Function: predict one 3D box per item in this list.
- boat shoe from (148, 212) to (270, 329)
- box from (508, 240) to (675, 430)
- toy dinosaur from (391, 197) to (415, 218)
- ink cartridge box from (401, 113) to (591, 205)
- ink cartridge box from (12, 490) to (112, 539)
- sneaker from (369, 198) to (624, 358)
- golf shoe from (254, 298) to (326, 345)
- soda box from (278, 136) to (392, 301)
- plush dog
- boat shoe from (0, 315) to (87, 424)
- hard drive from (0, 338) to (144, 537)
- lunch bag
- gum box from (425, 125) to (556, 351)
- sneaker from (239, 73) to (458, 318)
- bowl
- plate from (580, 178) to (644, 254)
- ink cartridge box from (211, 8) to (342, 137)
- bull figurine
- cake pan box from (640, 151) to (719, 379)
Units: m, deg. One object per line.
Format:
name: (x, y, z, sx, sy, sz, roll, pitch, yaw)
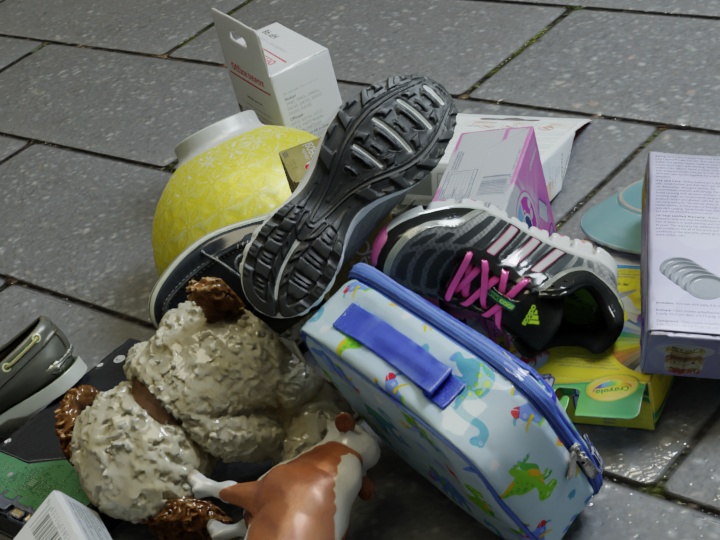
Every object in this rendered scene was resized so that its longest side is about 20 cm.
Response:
boat shoe: (-0.077, -0.001, 1.136, 0.199, 0.075, 0.062, -25, 33, 1)
box: (0.181, 0.051, 1.066, 0.116, 0.049, 0.200, 3, 34, 28)
toy dinosaur: (0.007, -0.029, 1.268, 0.101, 0.078, 0.200, -11, -1, 4)
ink cartridge box: (0.118, -0.105, 1.356, 0.161, 0.051, 0.200, 5, 18, 22)
ink cartridge box: (-0.208, 0.261, 0.911, 0.174, 0.043, 0.200, -51, 35, 1)
sneaker: (0.104, 0.011, 0.995, 0.198, 0.074, 0.088, 14, 32, -24)
golf shoe: (-0.053, 0.038, 1.194, 0.198, 0.077, 0.089, -13, 47, 16)
soda box: (0.000, 0.000, 1.083, 0.064, 0.201, 0.068, -19, 27, -5)
plush dog: (-0.127, 0.103, 1.018, 0.199, 0.161, 0.172, 35, 79, 30)
boat shoe: (-0.323, 0.109, 1.172, 0.201, 0.061, 0.072, -31, 16, -1)
hard drive: (-0.200, 0.136, 1.124, 0.139, 0.038, 0.200, 11, 40, 39)
lunch bag: (0.058, 0.087, 0.936, 0.083, 0.161, 0.200, -48, 44, -9)
gum box: (0.101, -0.015, 1.144, 0.066, 0.114, 0.200, -4, 32, 21)
sneaker: (-0.011, -0.053, 0.985, 0.200, 0.074, 0.079, -50, 0, -6)
bowl: (-0.106, -0.076, 1.266, 0.199, 0.108, 0.200, -26, 1, 1)
plate: (0.276, -0.053, 1.157, 0.198, 0.026, 0.200, -7, 18, 2)
ink cartridge box: (-0.068, -0.160, 1.376, 0.066, 0.201, 0.116, -26, 32, -18)
bull figurine: (-0.054, 0.177, 0.922, 0.120, 0.065, 0.201, -8, 49, 22)
cake pan box: (0.298, -0.003, 1.017, 0.198, 0.053, 0.185, 3, 49, 6)
